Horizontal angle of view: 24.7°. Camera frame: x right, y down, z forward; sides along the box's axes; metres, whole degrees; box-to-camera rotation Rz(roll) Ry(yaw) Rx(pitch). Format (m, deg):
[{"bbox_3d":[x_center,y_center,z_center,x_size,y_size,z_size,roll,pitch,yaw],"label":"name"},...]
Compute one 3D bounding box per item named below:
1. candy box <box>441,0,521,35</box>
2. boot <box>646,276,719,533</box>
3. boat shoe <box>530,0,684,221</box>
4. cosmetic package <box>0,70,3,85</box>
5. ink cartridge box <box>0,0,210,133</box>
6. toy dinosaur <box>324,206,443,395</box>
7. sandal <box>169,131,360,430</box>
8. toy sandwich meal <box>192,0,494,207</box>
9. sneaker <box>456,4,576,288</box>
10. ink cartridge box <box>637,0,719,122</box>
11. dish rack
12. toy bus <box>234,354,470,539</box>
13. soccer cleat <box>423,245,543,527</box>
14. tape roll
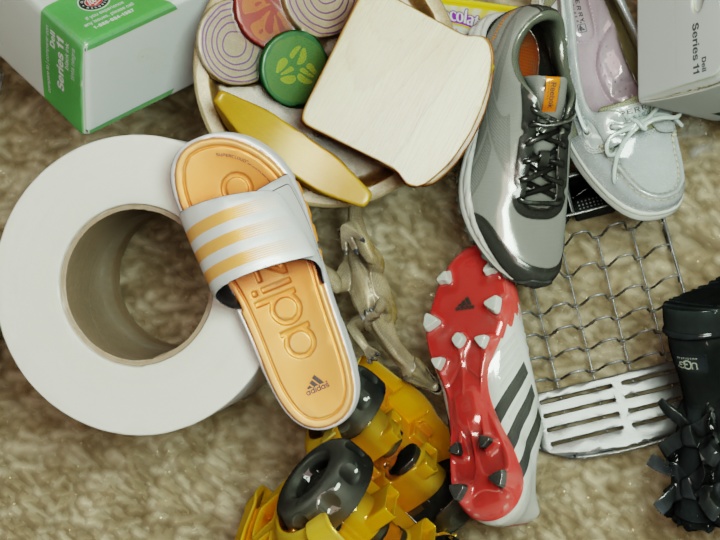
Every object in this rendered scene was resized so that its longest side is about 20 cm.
[{"bbox_3d":[0.075,-0.144,1.187,0.199,0.026,0.103,2,85,-25],"label":"candy box"},{"bbox_3d":[0.277,0.085,1.148,0.073,0.198,0.163,9,110,48],"label":"boot"},{"bbox_3d":[0.177,-0.132,1.157,0.074,0.065,0.203,-12,73,-12],"label":"boat shoe"},{"bbox_3d":[-0.386,-0.127,1.256,0.199,0.073,0.104,8,81,7],"label":"cosmetic package"},{"bbox_3d":[-0.196,-0.206,1.161,0.146,0.083,0.200,-32,59,-31],"label":"ink cartridge box"},{"bbox_3d":[0.000,0.000,1.172,0.058,0.101,0.201,-22,74,21],"label":"toy dinosaur"},{"bbox_3d":[-0.056,0.006,1.049,0.079,0.059,0.208,-26,91,5],"label":"sandal"},{"bbox_3d":[-0.012,-0.131,1.096,0.204,0.070,0.206,0,91,-11],"label":"toy sandwich meal"},{"bbox_3d":[0.113,-0.088,1.133,0.074,0.079,0.201,1,80,-29],"label":"sneaker"},{"bbox_3d":[0.287,-0.176,1.142,0.199,0.083,0.148,8,79,-35],"label":"ink cartridge box"},{"bbox_3d":[0.172,0.031,1.187,0.153,0.055,0.201,-14,80,4],"label":"dish rack"},{"bbox_3d":[-0.025,0.186,1.138,0.192,0.200,0.136,-37,111,27],"label":"toy bus"},{"bbox_3d":[0.091,0.082,1.145,0.068,0.085,0.201,-16,64,25],"label":"soccer cleat"},{"bbox_3d":[-0.140,0.008,1.160,0.201,0.139,0.204,0,91,7],"label":"tape roll"}]
